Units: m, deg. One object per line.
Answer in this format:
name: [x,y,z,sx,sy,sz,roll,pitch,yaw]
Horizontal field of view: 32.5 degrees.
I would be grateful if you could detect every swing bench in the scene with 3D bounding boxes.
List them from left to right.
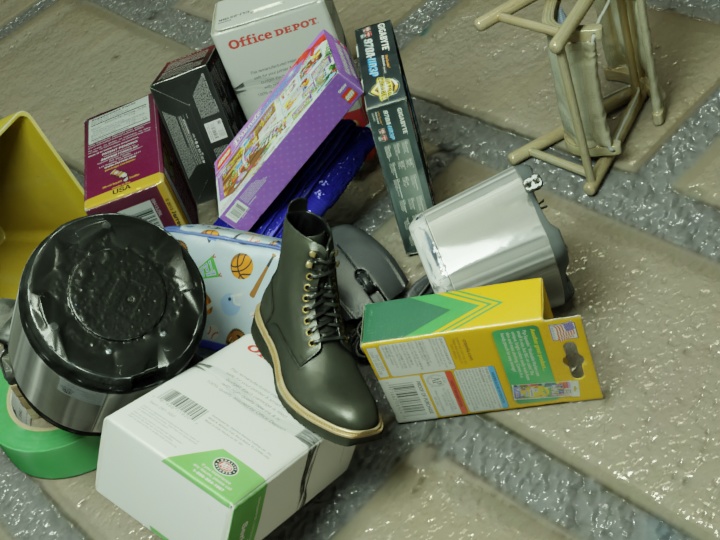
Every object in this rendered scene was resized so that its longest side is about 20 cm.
swing bench: [0.250,-0.231,1.345,0.200,0.200,0.129,-41,43,-21]

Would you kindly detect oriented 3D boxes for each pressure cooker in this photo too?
pressure cooker: [-0.246,0.060,1.163,0.177,0.200,0.177,-30,78,-30]

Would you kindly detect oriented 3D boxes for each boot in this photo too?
boot: [-0.034,0.043,1.080,0.077,0.140,0.200,-7,36,-34]

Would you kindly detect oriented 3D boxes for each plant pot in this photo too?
plant pot: [-0.460,-0.048,1.497,0.175,0.201,0.201,-1,43,42]

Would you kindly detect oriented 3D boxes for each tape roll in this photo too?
tape roll: [-0.302,0.128,1.323,0.197,0.049,0.202,-13,40,11]

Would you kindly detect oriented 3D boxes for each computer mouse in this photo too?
computer mouse: [0.000,0.000,1.319,0.138,0.053,0.200,-36,41,-14]

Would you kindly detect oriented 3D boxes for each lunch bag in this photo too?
lunch bag: [-0.127,0.041,1.255,0.197,0.163,0.075,12,6,25]

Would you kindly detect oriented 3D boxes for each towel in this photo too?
towel: [-0.084,-0.092,1.366,0.147,0.050,0.201,15,62,49]

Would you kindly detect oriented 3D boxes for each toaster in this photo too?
toaster: [0.126,-0.015,1.172,0.128,0.200,0.115,-24,69,4]

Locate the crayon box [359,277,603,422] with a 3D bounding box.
crayon box: [0.112,0.074,1.123,0.197,0.126,0.052,-8,47,16]

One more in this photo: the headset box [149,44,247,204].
headset box: [-0.185,-0.184,1.503,0.076,0.151,0.200,-19,18,3]

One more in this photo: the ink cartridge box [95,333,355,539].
ink cartridge box: [-0.110,0.154,1.086,0.145,0.085,0.199,29,33,23]

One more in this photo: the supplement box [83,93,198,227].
supplement box: [-0.265,-0.099,1.495,0.102,0.132,0.201,-20,38,3]

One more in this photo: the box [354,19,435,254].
box: [0.042,-0.144,1.343,0.045,0.202,0.160,-13,39,6]

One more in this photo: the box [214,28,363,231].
box: [-0.080,-0.149,1.314,0.200,0.039,0.137,-48,26,17]

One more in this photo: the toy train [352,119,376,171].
toy train: [-0.060,-0.116,1.468,0.149,0.056,0.201,3,46,35]

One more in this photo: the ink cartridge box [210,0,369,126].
ink cartridge box: [-0.082,-0.248,1.519,0.142,0.202,0.084,-15,40,8]

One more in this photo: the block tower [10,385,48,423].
block tower: [-0.325,0.069,1.318,0.053,0.058,0.201,-14,39,9]
